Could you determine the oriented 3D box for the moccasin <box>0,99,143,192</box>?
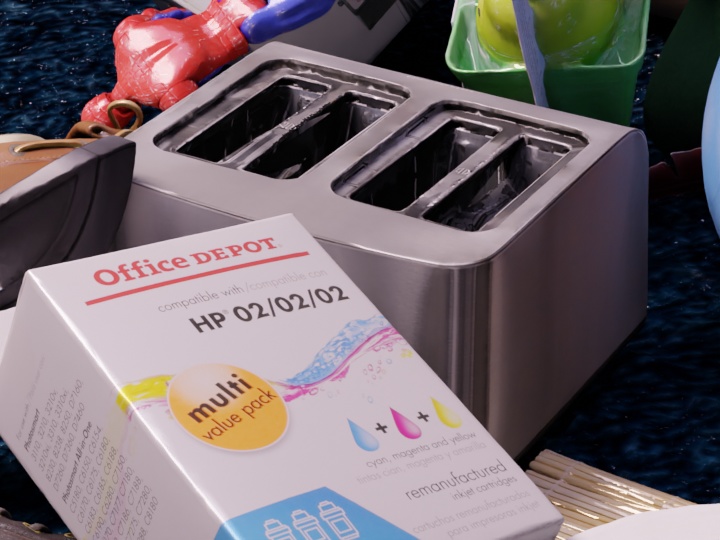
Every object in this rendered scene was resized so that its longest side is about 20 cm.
[{"bbox_3d":[-0.117,-0.036,1.043,0.201,0.074,0.078,-13,61,-32],"label":"moccasin"}]

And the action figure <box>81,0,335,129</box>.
[{"bbox_3d":[-0.041,-0.114,1.114,0.200,0.099,0.065,-34,68,-5],"label":"action figure"}]

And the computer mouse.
[{"bbox_3d":[-0.158,0.016,0.910,0.200,0.046,0.140,-31,0,4],"label":"computer mouse"}]

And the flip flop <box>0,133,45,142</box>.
[{"bbox_3d":[-0.201,-0.027,1.060,0.081,0.058,0.200,15,31,23],"label":"flip flop"}]

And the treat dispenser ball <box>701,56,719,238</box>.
[{"bbox_3d":[0.240,-0.051,0.968,0.200,0.202,0.201,1,29,0],"label":"treat dispenser ball"}]

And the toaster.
[{"bbox_3d":[0.000,0.000,0.955,0.180,0.119,0.200,15,32,26],"label":"toaster"}]

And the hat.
[{"bbox_3d":[0.165,-0.054,1.164,0.200,0.176,0.166,32,16,-28],"label":"hat"}]

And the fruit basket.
[{"bbox_3d":[0.074,-0.161,1.030,0.093,0.200,0.186,-4,50,19],"label":"fruit basket"}]

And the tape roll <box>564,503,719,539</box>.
[{"bbox_3d":[0.122,0.157,0.710,0.201,0.071,0.203,0,33,0],"label":"tape roll"}]

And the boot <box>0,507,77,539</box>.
[{"bbox_3d":[-0.087,0.107,0.821,0.173,0.069,0.200,-12,42,-23],"label":"boot"}]

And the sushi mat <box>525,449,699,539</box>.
[{"bbox_3d":[0.130,0.116,0.858,0.199,0.012,0.096,18,34,27],"label":"sushi mat"}]

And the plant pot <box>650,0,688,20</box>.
[{"bbox_3d":[0.212,-0.207,1.298,0.173,0.200,0.200,31,37,15],"label":"plant pot"}]

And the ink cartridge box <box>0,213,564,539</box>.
[{"bbox_3d":[-0.043,0.050,0.788,0.115,0.068,0.200,-13,48,-39],"label":"ink cartridge box"}]

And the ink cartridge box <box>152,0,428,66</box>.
[{"bbox_3d":[-0.015,-0.194,1.244,0.200,0.083,0.147,-47,42,-4],"label":"ink cartridge box"}]
